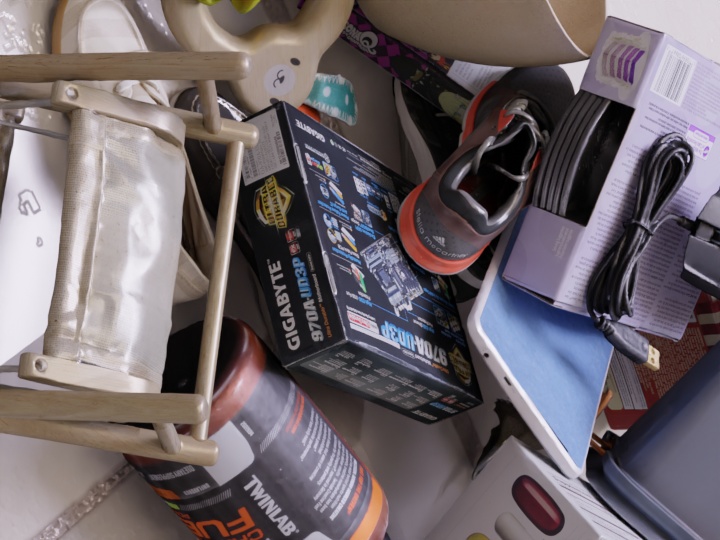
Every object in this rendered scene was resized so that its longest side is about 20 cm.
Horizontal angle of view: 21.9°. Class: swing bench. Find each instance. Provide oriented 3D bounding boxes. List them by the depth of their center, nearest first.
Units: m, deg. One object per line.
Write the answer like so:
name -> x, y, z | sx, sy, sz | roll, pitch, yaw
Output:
swing bench -> -0.164, -0.013, 0.979 | 0.130, 0.199, 0.200 | 95, 1, -74

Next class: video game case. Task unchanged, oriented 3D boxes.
video game case -> 0.073, -0.205, 1.320 | 0.181, 0.036, 0.200 | 34, 54, -8

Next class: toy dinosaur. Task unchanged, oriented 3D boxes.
toy dinosaur -> 0.125, 0.052, 1.313 | 0.102, 0.077, 0.201 | -83, 178, -67

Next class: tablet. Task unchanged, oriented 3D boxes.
tablet -> 0.124, 0.033, 1.227 | 0.130, 0.014, 0.200 | 55, 29, -18

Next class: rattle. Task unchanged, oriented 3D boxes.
rattle -> -0.035, -0.133, 1.133 | 0.130, 0.143, 0.201 | -30, 123, -27

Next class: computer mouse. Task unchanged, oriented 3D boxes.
computer mouse -> 0.235, 0.010, 1.211 | 0.200, 0.046, 0.141 | 28, 90, -40

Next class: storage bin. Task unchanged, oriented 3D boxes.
storage bin -> 0.235, 0.114, 1.253 | 0.145, 0.134, 0.200 | 40, 6, 4

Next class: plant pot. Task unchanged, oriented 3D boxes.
plant pot -> 0.064, -0.217, 1.200 | 0.200, 0.134, 0.201 | 45, 38, -52

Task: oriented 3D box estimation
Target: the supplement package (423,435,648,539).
supplement package -> 0.105, 0.236, 1.188 | 0.156, 0.111, 0.200 | 33, 99, -39

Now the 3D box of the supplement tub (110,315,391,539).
supplement tub -> -0.053, 0.129, 1.110 | 0.200, 0.107, 0.107 | 52, 48, -27

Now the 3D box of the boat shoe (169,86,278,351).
boat shoe -> -0.053, -0.031, 1.180 | 0.067, 0.057, 0.201 | -43, 114, -44

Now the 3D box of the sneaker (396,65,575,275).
sneaker -> 0.101, -0.076, 1.197 | 0.077, 0.082, 0.200 | 40, 52, -7

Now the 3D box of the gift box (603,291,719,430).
gift box -> 0.272, 0.009, 1.450 | 0.186, 0.200, 0.185 | -24, 104, -33

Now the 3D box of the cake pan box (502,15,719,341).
cake pan box -> 0.188, -0.055, 1.228 | 0.200, 0.052, 0.185 | 14, 98, -54

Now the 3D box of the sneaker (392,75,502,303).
sneaker -> 0.054, -0.070, 1.306 | 0.074, 0.079, 0.201 | 3, 63, -27

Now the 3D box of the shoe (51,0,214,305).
shoe -> -0.128, -0.076, 1.107 | 0.070, 0.053, 0.201 | -24, 101, -46

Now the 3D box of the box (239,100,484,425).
box -> 0.000, 0.000, 1.152 | 0.200, 0.046, 0.160 | 27, 44, -59
